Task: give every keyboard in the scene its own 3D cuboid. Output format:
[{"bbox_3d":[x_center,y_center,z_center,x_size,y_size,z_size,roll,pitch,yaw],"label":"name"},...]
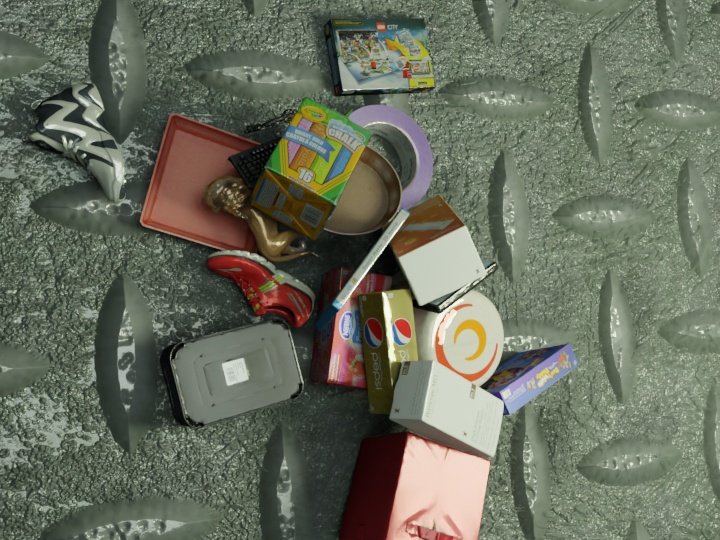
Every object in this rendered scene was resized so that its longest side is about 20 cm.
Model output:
[{"bbox_3d":[-0.130,-0.214,1.374,0.200,0.021,0.127,-27,67,-29],"label":"keyboard"}]

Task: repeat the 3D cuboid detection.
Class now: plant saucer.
[{"bbox_3d":[-0.031,-0.135,1.382,0.200,0.035,0.201,7,58,-11],"label":"plant saucer"},{"bbox_3d":[-0.251,-0.138,1.385,0.200,0.037,0.200,17,76,-20],"label":"plant saucer"}]

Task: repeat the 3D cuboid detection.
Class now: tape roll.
[{"bbox_3d":[0.030,-0.196,1.502,0.200,0.066,0.201,3,82,-23],"label":"tape roll"}]

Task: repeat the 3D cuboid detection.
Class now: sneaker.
[{"bbox_3d":[-0.450,-0.188,1.282,0.129,0.079,0.200,-18,90,-24],"label":"sneaker"},{"bbox_3d":[-0.167,0.032,1.370,0.200,0.077,0.085,28,63,-17],"label":"sneaker"}]

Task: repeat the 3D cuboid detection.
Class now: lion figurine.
[{"bbox_3d":[-0.162,-0.080,1.353,0.122,0.072,0.200,-36,90,-38],"label":"lion figurine"}]

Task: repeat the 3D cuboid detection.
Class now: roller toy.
[{"bbox_3d":[0.150,0.118,1.468,0.200,0.140,0.183,-42,111,-23],"label":"roller toy"}]

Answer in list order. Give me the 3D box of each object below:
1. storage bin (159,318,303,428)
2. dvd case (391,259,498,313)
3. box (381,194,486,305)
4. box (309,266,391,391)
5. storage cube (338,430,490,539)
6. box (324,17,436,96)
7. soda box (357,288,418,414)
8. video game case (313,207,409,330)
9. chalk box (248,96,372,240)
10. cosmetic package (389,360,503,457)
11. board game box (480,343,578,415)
[{"bbox_3d":[-0.208,0.164,1.330,0.200,0.094,0.136,-14,88,-26],"label":"storage bin"},{"bbox_3d":[0.126,0.017,1.442,0.143,0.200,0.018,-35,114,-24],"label":"dvd case"},{"bbox_3d":[0.120,-0.039,1.419,0.124,0.200,0.098,-26,111,1],"label":"box"},{"bbox_3d":[-0.017,0.103,1.420,0.099,0.095,0.201,12,78,-21],"label":"box"},{"bbox_3d":[0.088,0.384,1.377,0.171,0.200,0.180,22,68,-19],"label":"storage cube"},{"bbox_3d":[0.039,-0.403,1.549,0.199,0.038,0.137,-7,86,-24],"label":"box"},{"bbox_3d":[0.049,0.133,1.354,0.064,0.068,0.201,-6,89,-38],"label":"soda box"},{"bbox_3d":[0.000,0.000,1.313,0.018,0.143,0.200,37,68,-2],"label":"video game case"},{"bbox_3d":[-0.070,-0.176,1.292,0.124,0.125,0.200,27,59,-6],"label":"chalk box"},{"bbox_3d":[0.143,0.226,1.334,0.200,0.074,0.102,32,62,-40],"label":"cosmetic package"},{"bbox_3d":[0.282,0.202,1.500,0.200,0.134,0.045,-26,93,-34],"label":"board game box"}]
